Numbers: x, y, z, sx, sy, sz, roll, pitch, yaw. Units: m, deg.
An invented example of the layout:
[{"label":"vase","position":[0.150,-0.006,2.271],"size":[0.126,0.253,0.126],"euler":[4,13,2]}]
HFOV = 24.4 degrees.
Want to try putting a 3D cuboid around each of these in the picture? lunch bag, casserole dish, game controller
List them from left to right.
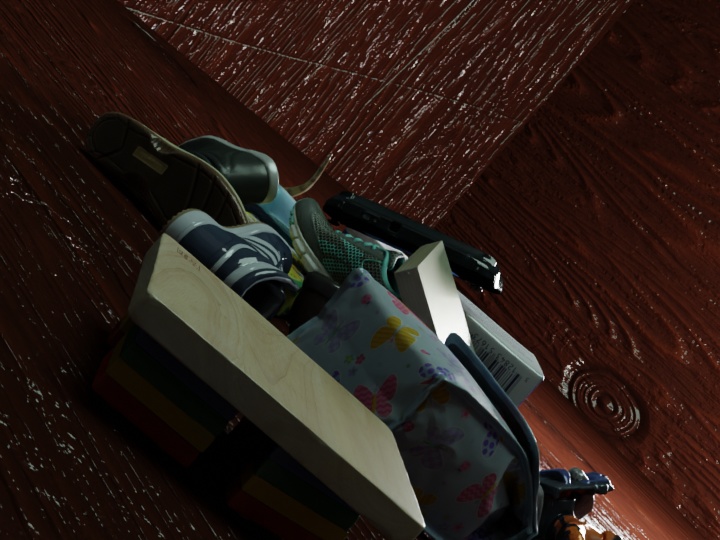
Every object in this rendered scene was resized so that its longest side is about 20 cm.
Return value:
[{"label":"casserole dish","position":[-0.120,-0.076,1.841],"size":[0.200,0.039,0.121],"euler":[24,-19,53]},{"label":"game controller","position":[0.056,-0.025,1.721],"size":[0.199,0.042,0.104],"euler":[25,-10,13]},{"label":"lunch bag","position":[0.051,0.117,1.310],"size":[0.200,0.127,0.170],"euler":[47,3,-39]}]

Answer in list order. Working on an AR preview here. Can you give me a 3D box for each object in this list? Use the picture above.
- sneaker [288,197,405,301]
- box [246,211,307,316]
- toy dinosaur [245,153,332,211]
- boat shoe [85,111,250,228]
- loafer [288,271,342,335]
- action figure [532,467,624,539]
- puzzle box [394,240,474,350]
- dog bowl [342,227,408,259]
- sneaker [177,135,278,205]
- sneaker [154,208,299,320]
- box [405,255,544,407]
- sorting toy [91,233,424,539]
[{"label":"sneaker","position":[0.000,0.000,1.652],"size":[0.201,0.091,0.078],"euler":[60,8,26]},{"label":"box","position":[-0.097,-0.008,1.683],"size":[0.117,0.048,0.200],"euler":[43,2,6]},{"label":"toy dinosaur","position":[-0.117,-0.087,1.936],"size":[0.199,0.061,0.106],"euler":[5,-33,21]},{"label":"boat shoe","position":[-0.168,-0.075,1.560],"size":[0.202,0.075,0.075],"euler":[44,-1,22]},{"label":"loafer","position":[-0.027,0.072,1.445],"size":[0.073,0.072,0.200],"euler":[27,-18,27]},{"label":"action figure","position":[0.163,0.240,1.501],"size":[0.199,0.105,0.193],"euler":[7,18,-34]},{"label":"puzzle box","position":[0.083,0.081,1.598],"size":[0.133,0.025,0.201],"euler":[-41,116,-73]},{"label":"dog bowl","position":[0.042,0.018,2.371],"size":[0.200,0.079,0.200],"euler":[41,5,-5]},{"label":"sneaker","position":[-0.177,-0.101,1.712],"size":[0.099,0.071,0.199],"euler":[-3,10,-36]},{"label":"sneaker","position":[-0.089,0.010,1.431],"size":[0.108,0.070,0.200],"euler":[40,10,22]},{"label":"box","position":[0.090,0.082,1.781],"size":[0.184,0.105,0.200],"euler":[41,5,0]},{"label":"sorting toy","position":[-0.067,0.083,0.979],"size":[0.199,0.070,0.200],"euler":[41,4,-10]}]
